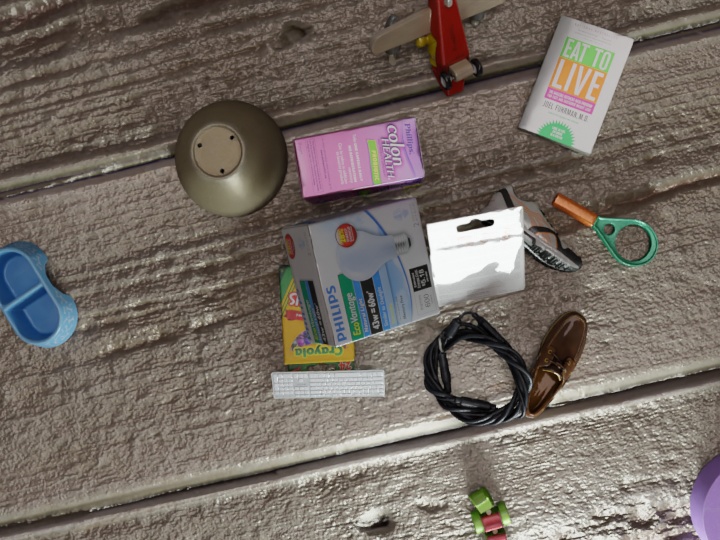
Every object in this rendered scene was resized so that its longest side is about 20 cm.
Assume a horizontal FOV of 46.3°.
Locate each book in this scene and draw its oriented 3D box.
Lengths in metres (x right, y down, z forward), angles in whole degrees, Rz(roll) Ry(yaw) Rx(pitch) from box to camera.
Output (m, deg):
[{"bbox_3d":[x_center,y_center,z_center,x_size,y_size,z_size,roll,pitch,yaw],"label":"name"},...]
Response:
[{"bbox_3d":[0.366,-0.316,1.442,0.132,0.048,0.203,21,94,5],"label":"book"}]

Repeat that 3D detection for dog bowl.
[{"bbox_3d":[-0.583,0.044,1.481,0.111,0.050,0.202,-32,91,3],"label":"dog bowl"}]

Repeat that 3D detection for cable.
[{"bbox_3d":[0.198,0.182,1.433,0.163,0.051,0.200,-46,74,10],"label":"cable"}]

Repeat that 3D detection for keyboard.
[{"bbox_3d":[-0.056,0.198,1.473,0.196,0.011,0.057,-2,125,2],"label":"keyboard"}]

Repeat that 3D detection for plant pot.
[{"bbox_3d":[-0.228,-0.193,1.419,0.197,0.134,0.204,0,92,2],"label":"plant pot"}]

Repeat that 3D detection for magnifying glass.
[{"bbox_3d":[0.422,-0.075,1.456,0.198,0.022,0.080,29,93,2],"label":"magnifying glass"}]

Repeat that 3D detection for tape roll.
[{"bbox_3d":[0.673,0.411,1.440,0.196,0.066,0.204,0,91,2],"label":"tape roll"}]

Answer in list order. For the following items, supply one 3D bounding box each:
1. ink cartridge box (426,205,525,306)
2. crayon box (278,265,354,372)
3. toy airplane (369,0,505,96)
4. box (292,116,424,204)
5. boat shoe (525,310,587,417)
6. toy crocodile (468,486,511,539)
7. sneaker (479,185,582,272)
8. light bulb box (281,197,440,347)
[{"bbox_3d":[0.190,-0.033,1.392,0.158,0.051,0.202,-11,134,2],"label":"ink cartridge box"},{"bbox_3d":[-0.073,0.089,1.464,0.125,0.051,0.204,-4,92,2],"label":"crayon box"},{"bbox_3d":[0.128,-0.414,1.397,0.198,0.141,0.201,19,107,-31],"label":"toy airplane"},{"bbox_3d":[0.000,-0.177,1.390,0.197,0.176,0.098,-11,91,2],"label":"box"},{"bbox_3d":[0.333,0.165,1.442,0.071,0.068,0.202,30,92,1],"label":"boat shoe"},{"bbox_3d":[0.237,0.471,1.458,0.066,0.062,0.203,-16,92,3],"label":"toy crocodile"},{"bbox_3d":[0.302,-0.070,1.436,0.199,0.074,0.081,35,76,-6],"label":"sneaker"},{"bbox_3d":[0.000,0.000,1.376,0.197,0.124,0.202,-16,97,-24],"label":"light bulb box"}]
